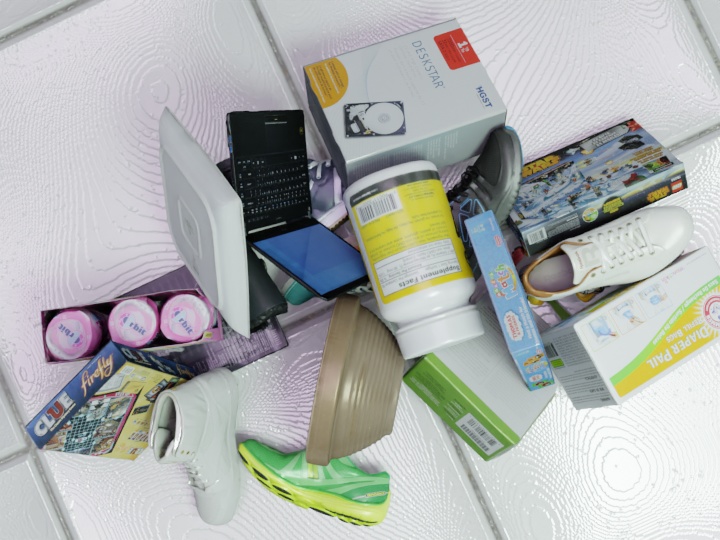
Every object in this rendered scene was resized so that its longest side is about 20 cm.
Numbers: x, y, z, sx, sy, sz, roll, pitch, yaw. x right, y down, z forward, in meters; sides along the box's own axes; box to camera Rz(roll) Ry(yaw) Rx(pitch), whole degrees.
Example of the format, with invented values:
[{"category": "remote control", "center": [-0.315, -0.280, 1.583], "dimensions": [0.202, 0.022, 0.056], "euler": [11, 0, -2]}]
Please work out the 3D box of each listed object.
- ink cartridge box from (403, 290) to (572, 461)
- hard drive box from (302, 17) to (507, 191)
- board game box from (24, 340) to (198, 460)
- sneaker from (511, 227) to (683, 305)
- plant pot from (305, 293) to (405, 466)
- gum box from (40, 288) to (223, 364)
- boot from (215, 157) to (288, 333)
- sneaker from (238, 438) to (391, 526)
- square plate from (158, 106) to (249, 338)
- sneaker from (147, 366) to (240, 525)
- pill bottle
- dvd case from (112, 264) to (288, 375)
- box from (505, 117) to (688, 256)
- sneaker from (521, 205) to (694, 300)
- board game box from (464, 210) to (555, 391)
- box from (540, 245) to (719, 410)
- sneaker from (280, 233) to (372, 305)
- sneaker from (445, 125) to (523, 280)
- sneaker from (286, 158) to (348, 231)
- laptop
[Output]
[{"category": "ink cartridge box", "center": [0.173, 0.107, 1.163], "dimensions": [0.148, 0.076, 0.200], "euler": [44, 57, 4]}, {"category": "hard drive box", "center": [0.051, -0.195, 1.134], "dimensions": [0.199, 0.077, 0.156], "euler": [-20, 62, -9]}, {"category": "board game box", "center": [-0.275, 0.156, 1.101], "dimensions": [0.135, 0.200, 0.035], "euler": [-45, 68, 1]}, {"category": "sneaker", "center": [0.286, -0.004, 1.140], "dimensions": [0.199, 0.078, 0.083], "euler": [-13, 76, 23]}, {"category": "plant pot", "center": [0.000, 0.132, 1.103], "dimensions": [0.092, 0.201, 0.202], "euler": [10, 88, 2]}, {"category": "gum box", "center": [-0.266, 0.066, 1.147], "dimensions": [0.199, 0.114, 0.066], "euler": [-8, 87, 3]}, {"category": "boot", "center": [-0.131, -0.025, 1.111], "dimensions": [0.076, 0.200, 0.169], "euler": [-23, 77, -31]}, {"category": "sneaker", "center": [-0.055, 0.249, 1.174], "dimensions": [0.199, 0.074, 0.084], "euler": [20, 62, 8]}, {"category": "square plate", "center": [-0.179, -0.050, 1.061], "dimensions": [0.028, 0.199, 0.200], "euler": [-19, 46, -24]}, {"category": "sneaker", "center": [-0.204, 0.224, 1.135], "dimensions": [0.073, 0.115, 0.201], "euler": [8, 104, 35]}, {"category": "pill bottle", "center": [0.061, -0.010, 1.061], "dimensions": [0.114, 0.114, 0.201], "euler": [-18, 83, 2]}, {"category": "dvd case", "center": [-0.211, 0.069, 1.209], "dimensions": [0.199, 0.016, 0.149], "euler": [-25, 87, 1]}, {"category": "box", "center": [0.265, -0.102, 1.133], "dimensions": [0.199, 0.137, 0.040], "euler": [-23, 124, 3]}, {"category": "sneaker", "center": [0.274, -0.014, 1.058], "dimensions": [0.199, 0.085, 0.073], "euler": [-26, 80, 18]}, {"category": "board game box", "center": [0.166, 0.039, 1.042], "dimensions": [0.036, 0.200, 0.152], "euler": [-20, 68, 8]}, {"category": "box", "center": [0.327, 0.068, 1.106], "dimensions": [0.199, 0.112, 0.102], "euler": [-28, 86, -16]}, {"category": "sneaker", "center": [0.000, 0.000, 1.172], "dimensions": [0.199, 0.071, 0.080], "euler": [-30, 82, 0]}, {"category": "sneaker", "center": [0.128, -0.077, 1.114], "dimensions": [0.082, 0.073, 0.201], "euler": [14, 110, -15]}, {"category": "sneaker", "center": [-0.023, -0.127, 1.180], "dimensions": [0.200, 0.070, 0.109], "euler": [-39, 87, 4]}, {"category": "laptop", "center": [-0.055, -0.080, 1.055], "dimensions": [0.103, 0.177, 0.201], "euler": [-1, 99, 23]}]
